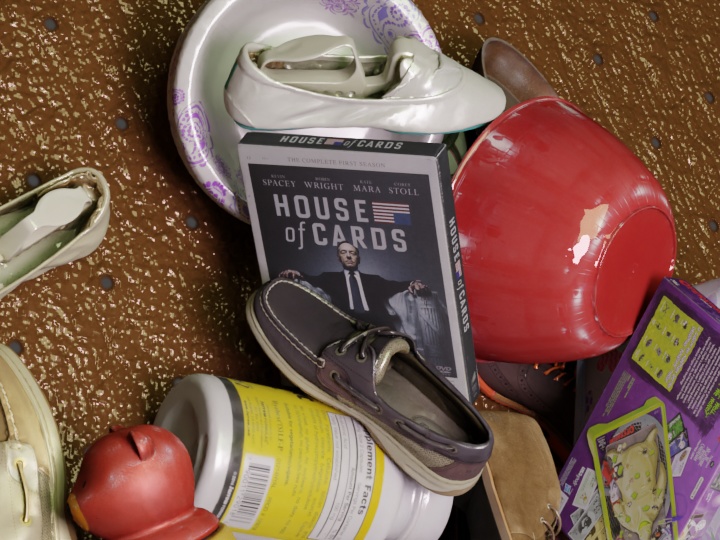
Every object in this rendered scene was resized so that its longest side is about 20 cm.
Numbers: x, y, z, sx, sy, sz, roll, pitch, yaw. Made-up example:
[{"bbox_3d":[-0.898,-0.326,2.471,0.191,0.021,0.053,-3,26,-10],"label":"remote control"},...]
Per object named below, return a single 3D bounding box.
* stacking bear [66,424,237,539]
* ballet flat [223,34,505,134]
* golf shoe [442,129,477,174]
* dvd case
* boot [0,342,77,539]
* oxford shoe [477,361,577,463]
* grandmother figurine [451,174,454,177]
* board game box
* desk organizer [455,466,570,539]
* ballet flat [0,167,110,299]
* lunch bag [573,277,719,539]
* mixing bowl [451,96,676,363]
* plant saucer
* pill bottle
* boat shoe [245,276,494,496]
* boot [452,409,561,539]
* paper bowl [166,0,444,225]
[{"bbox_3d":[-0.124,0.195,1.268,0.113,0.121,0.201,-19,97,-13],"label":"stacking bear"},{"bbox_3d":[0.006,-0.131,1.380,0.199,0.069,0.070,-1,71,-8],"label":"ballet flat"},{"bbox_3d":[0.059,-0.053,1.548,0.088,0.077,0.201,32,58,-26],"label":"golf shoe"},{"bbox_3d":[0.000,0.000,1.390,0.025,0.150,0.201,-54,142,-50],"label":"dvd case"},{"bbox_3d":[-0.265,0.151,1.262,0.155,0.073,0.201,-8,83,-39],"label":"boot"},{"bbox_3d":[0.149,0.080,1.554,0.200,0.072,0.071,41,55,-13],"label":"oxford shoe"},{"bbox_3d":[0.102,-0.015,1.523,0.200,0.060,0.122,34,54,-58],"label":"grandmother figurine"},{"bbox_3d":[0.209,0.120,1.389,0.032,0.200,0.120,11,25,-36],"label":"board game box"},{"bbox_3d":[0.119,0.243,1.467,0.077,0.072,0.201,19,63,-38],"label":"desk organizer"},{"bbox_3d":[-0.245,-0.014,1.343,0.200,0.069,0.070,-34,92,-36],"label":"ballet flat"},{"bbox_3d":[0.248,0.122,1.459,0.127,0.169,0.201,21,64,-33],"label":"lunch bag"},{"bbox_3d":[0.152,-0.014,1.421,0.200,0.108,0.201,-23,123,-41],"label":"mixing bowl"},{"bbox_3d":[0.142,-0.091,1.593,0.200,0.034,0.201,46,25,-29],"label":"plant saucer"},{"bbox_3d":[-0.039,0.142,1.388,0.199,0.111,0.112,14,65,-28],"label":"pill bottle"},{"bbox_3d":[0.011,0.068,1.355,0.200,0.065,0.072,42,48,8],"label":"boat shoe"},{"bbox_3d":[0.113,0.180,1.390,0.075,0.074,0.200,-2,54,-18],"label":"boot"},{"bbox_3d":[-0.042,-0.125,1.464,0.200,0.104,0.201,-1,94,-12],"label":"paper bowl"}]
